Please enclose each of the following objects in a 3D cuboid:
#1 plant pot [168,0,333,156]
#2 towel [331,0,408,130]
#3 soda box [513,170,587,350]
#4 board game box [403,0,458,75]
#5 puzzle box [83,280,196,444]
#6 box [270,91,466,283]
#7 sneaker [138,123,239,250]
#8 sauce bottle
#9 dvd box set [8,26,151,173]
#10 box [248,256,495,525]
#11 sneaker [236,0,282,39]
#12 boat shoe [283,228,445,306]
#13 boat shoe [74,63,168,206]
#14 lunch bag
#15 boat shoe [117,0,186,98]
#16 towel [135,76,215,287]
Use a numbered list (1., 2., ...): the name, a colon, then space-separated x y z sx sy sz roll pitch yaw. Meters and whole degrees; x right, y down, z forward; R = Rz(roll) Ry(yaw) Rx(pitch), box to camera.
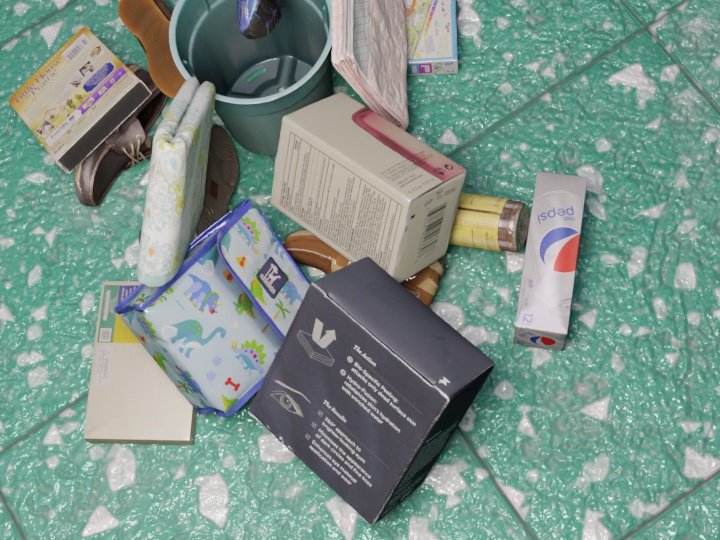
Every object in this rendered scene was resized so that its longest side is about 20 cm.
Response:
1. plant pot: -0.116 -0.248 1.560 0.197 0.196 0.203 -2 68 6
2. towel: 0.015 -0.295 1.533 0.032 0.191 0.202 -9 68 21
3. soda box: 0.226 -0.012 1.503 0.063 0.068 0.202 8 70 9
4. board game box: 0.060 -0.353 1.668 0.133 0.034 0.202 -2 69 6
5. puzzle box: -0.258 0.110 1.534 0.131 0.025 0.202 1 69 7
6. box: 0.006 -0.096 1.462 0.199 0.129 0.109 36 44 27
7. sneaker: -0.220 -0.093 1.582 0.105 0.075 0.202 -17 47 30
8. sauce bottle: 0.103 -0.066 1.527 0.198 0.065 0.065 11 70 25
9. dvd box set: -0.361 -0.221 1.611 0.146 0.029 0.200 -45 43 -3
10. box: 0.010 0.130 1.395 0.196 0.201 0.117 40 33 18
11. sneaker: -0.138 -0.348 1.466 0.077 0.075 0.202 -14 60 11
12. boat shoe: 0.000 0.000 1.521 0.197 0.076 0.075 11 74 11
13. boat shoe: -0.303 -0.172 1.619 0.072 0.075 0.202 16 73 12
14. lunch bag: -0.151 0.043 1.467 0.200 0.127 0.171 -43 107 -24
15. boat shoe: -0.246 -0.289 1.646 0.070 0.070 0.201 -38 59 14
16. towel: -0.203 -0.101 1.392 0.048 0.173 0.201 9 30 -1
